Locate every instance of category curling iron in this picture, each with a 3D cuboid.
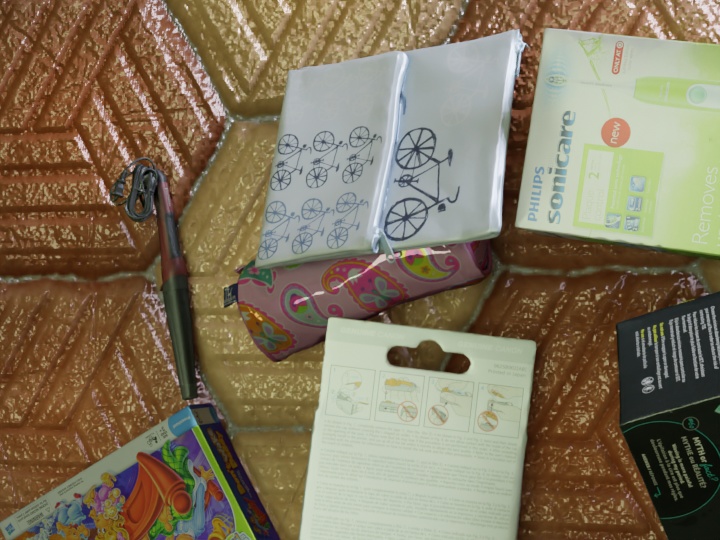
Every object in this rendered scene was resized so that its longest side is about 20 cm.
[{"bbox_3d":[-0.161,0.007,1.295,0.049,0.026,0.201,-13,86,-19],"label":"curling iron"}]

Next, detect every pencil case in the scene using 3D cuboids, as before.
[{"bbox_3d":[0.000,0.000,1.211,0.199,0.087,0.088,-21,81,19],"label":"pencil case"}]

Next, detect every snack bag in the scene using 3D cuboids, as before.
[{"bbox_3d":[0.022,-0.090,1.187,0.199,0.021,0.189,-6,58,25],"label":"snack bag"}]

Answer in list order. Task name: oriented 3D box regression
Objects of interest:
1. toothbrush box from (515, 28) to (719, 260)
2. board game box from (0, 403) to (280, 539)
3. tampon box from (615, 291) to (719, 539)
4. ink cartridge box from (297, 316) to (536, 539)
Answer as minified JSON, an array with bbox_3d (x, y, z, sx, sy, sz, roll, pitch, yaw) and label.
[{"bbox_3d":[0.224,-0.085,1.134,0.199,0.086,0.146,10,91,21],"label":"toothbrush box"},{"bbox_3d":[-0.178,0.214,1.285,0.200,0.045,0.135,-32,78,15],"label":"board game box"},{"bbox_3d":[0.287,0.095,1.054,0.199,0.126,0.150,-17,117,17],"label":"tampon box"},{"bbox_3d":[0.043,0.145,1.191,0.162,0.057,0.201,7,82,3],"label":"ink cartridge box"}]
